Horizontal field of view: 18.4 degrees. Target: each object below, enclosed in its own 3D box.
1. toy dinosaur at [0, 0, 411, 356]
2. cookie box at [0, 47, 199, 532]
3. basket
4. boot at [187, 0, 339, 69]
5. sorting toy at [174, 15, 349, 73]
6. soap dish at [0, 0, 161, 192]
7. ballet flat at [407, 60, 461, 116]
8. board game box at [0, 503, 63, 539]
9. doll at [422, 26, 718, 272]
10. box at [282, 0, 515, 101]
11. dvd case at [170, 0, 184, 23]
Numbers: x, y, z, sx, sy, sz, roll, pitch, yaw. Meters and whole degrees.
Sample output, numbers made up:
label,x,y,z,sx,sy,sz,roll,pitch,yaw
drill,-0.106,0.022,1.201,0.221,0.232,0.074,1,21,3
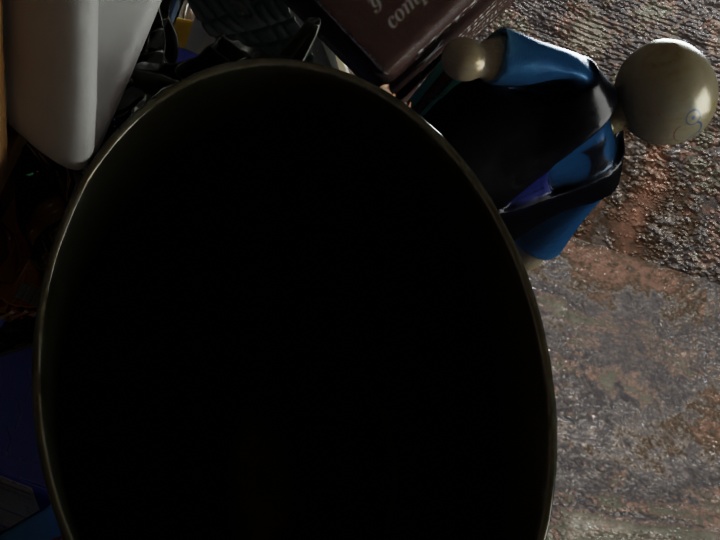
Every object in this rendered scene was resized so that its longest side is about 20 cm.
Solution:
label,x,y,z,sx,sy,sz,roll,pitch,yaw
toy dinosaur,-0.074,-0.036,0.713,0.200,0.102,0.136,-41,155,-44
cookie box,-0.118,0.013,0.872,0.200,0.075,0.173,107,2,-73
basket,-0.027,0.058,0.664,0.200,0.135,0.182,112,-31,-73
boot,-0.026,-0.123,1.072,0.132,0.069,0.201,-70,154,-50
sorting toy,-0.063,-0.114,1.178,0.200,0.106,0.181,-70,171,-61
soap dish,-0.080,-0.133,0.545,0.200,0.081,0.158,105,3,-61
ballet flat,0.000,0.000,0.898,0.200,0.070,0.067,-45,174,14
board game box,-0.111,0.156,0.834,0.195,0.056,0.201,-29,156,-34
doll,0.043,-0.030,0.828,0.049,0.199,0.137,59,-4,39
box,0.013,-0.180,0.858,0.166,0.164,0.200,-44,179,2
dvd case,-0.093,-0.150,1.031,0.143,0.017,0.201,106,1,-54
